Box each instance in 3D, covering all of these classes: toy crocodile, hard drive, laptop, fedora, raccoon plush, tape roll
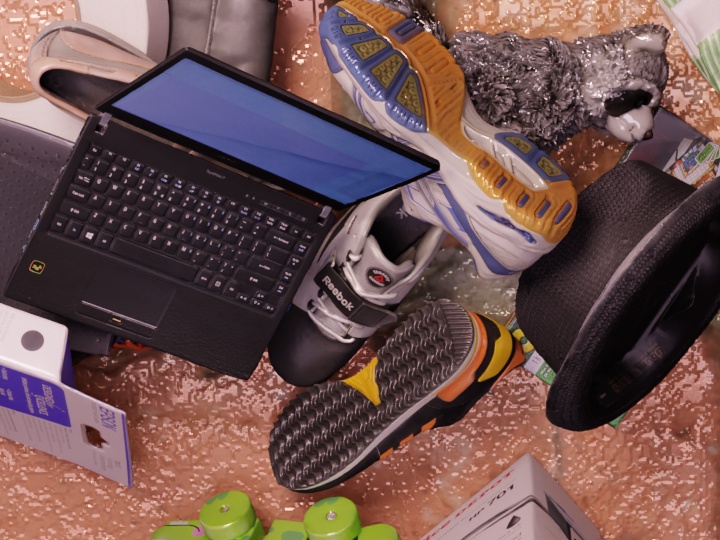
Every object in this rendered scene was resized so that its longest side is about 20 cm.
[{"bbox_3d":[-0.054,0.197,1.136,0.200,0.062,0.068,-1,124,23],"label":"toy crocodile"},{"bbox_3d":[-0.234,-0.034,1.066,0.200,0.042,0.135,17,105,15],"label":"hard drive"},{"bbox_3d":[-0.084,-0.024,0.976,0.177,0.103,0.200,22,104,-28],"label":"laptop"},{"bbox_3d":[0.164,0.002,1.052,0.092,0.201,0.201,40,103,27],"label":"fedora"},{"bbox_3d":[0.107,-0.149,1.064,0.134,0.097,0.200,-42,97,2],"label":"raccoon plush"},{"bbox_3d":[-0.222,-0.164,1.078,0.202,0.037,0.203,4,103,17],"label":"tape roll"}]

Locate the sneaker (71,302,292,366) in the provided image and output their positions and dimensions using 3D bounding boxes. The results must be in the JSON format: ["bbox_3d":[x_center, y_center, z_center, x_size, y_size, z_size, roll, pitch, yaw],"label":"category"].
[{"bbox_3d":[-0.134,0.029,1.110,0.200,0.075,0.079,-26,85,12],"label":"sneaker"}]

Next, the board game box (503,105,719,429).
[{"bbox_3d":[0.187,-0.001,1.121,0.105,0.023,0.200,33,102,-5],"label":"board game box"}]

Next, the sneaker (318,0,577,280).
[{"bbox_3d":[0.037,-0.074,1.010,0.200,0.075,0.088,49,141,9],"label":"sneaker"}]

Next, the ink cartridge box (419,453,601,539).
[{"bbox_3d":[0.084,0.219,1.083,0.146,0.200,0.086,-41,96,10],"label":"ink cartridge box"}]

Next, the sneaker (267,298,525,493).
[{"bbox_3d":[0.027,0.098,1.127,0.200,0.070,0.090,-39,142,28],"label":"sneaker"}]

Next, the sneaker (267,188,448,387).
[{"bbox_3d":[0.000,0.000,1.100,0.074,0.089,0.200,34,103,-6],"label":"sneaker"}]

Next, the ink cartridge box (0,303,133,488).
[{"bbox_3d":[-0.234,0.069,1.073,0.200,0.198,0.043,22,69,1],"label":"ink cartridge box"}]

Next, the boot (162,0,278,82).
[{"bbox_3d":[-0.066,-0.139,1.070,0.182,0.073,0.200,15,97,27],"label":"boot"}]

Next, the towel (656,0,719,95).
[{"bbox_3d":[0.260,-0.206,1.075,0.152,0.023,0.200,-34,97,9],"label":"towel"}]

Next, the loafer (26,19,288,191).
[{"bbox_3d":[-0.113,-0.090,1.022,0.200,0.063,0.072,22,113,-12],"label":"loafer"}]
